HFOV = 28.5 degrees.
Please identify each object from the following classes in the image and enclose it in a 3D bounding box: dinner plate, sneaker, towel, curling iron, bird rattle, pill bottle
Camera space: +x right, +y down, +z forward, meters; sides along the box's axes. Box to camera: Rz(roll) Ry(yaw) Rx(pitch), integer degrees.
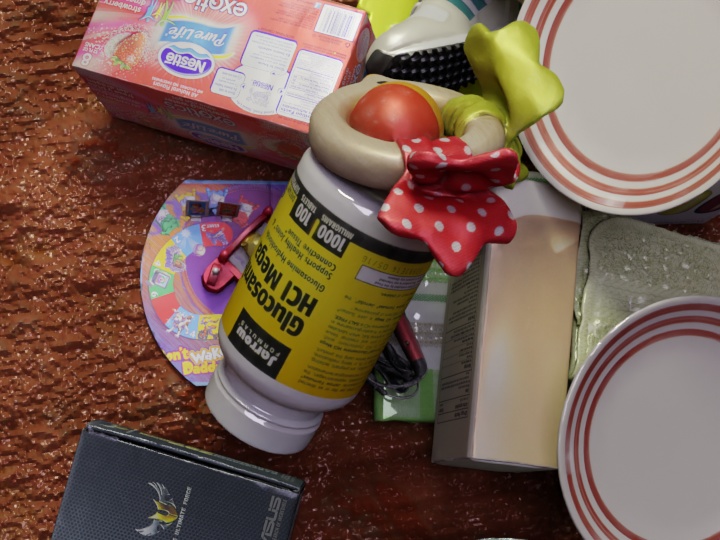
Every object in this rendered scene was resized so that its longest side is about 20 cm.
[{"bbox_3d":[0.187,-0.138,0.946,0.024,0.199,0.202,-1,74,-51],"label":"dinner plate"},{"bbox_3d":[0.064,-0.190,1.057,0.199,0.070,0.094,-22,71,-38],"label":"sneaker"},{"bbox_3d":[0.243,0.041,1.039,0.198,0.036,0.150,13,68,-17],"label":"towel"},{"bbox_3d":[0.224,0.118,0.981,0.198,0.024,0.203,-1,94,-17],"label":"dinner plate"},{"bbox_3d":[0.000,0.000,1.051,0.049,0.026,0.202,-15,77,-15],"label":"curling iron"},{"bbox_3d":[0.043,-0.077,0.919,0.161,0.114,0.200,14,40,21],"label":"bird rattle"},{"bbox_3d":[0.080,0.019,1.092,0.147,0.031,0.203,4,80,-11],"label":"towel"},{"bbox_3d":[-0.030,0.023,0.977,0.112,0.113,0.201,27,111,-3],"label":"pill bottle"}]

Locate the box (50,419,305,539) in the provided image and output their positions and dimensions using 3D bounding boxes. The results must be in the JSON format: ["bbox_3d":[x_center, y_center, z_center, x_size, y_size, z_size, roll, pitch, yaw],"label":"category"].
[{"bbox_3d":[-0.138,0.220,0.971,0.156,0.051,0.202,16,89,3],"label":"box"}]

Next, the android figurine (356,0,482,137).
[{"bbox_3d":[0.076,-0.185,1.131,0.198,0.041,0.184,25,75,-5],"label":"android figurine"}]

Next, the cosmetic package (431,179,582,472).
[{"bbox_3d":[0.105,0.042,1.025,0.070,0.105,0.202,8,81,-11],"label":"cosmetic package"}]

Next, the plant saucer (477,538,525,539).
[{"bbox_3d":[0.100,0.265,1.003,0.198,0.039,0.203,2,114,4],"label":"plant saucer"}]

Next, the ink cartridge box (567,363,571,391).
[{"bbox_3d":[0.238,0.143,1.061,0.115,0.067,0.202,-22,82,-27],"label":"ink cartridge box"}]

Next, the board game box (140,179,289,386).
[{"bbox_3d":[-0.065,0.005,1.064,0.198,0.039,0.160,0,78,-9],"label":"board game box"}]

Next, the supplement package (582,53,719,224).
[{"bbox_3d":[0.242,-0.110,1.058,0.112,0.200,0.111,-2,78,-10],"label":"supplement package"}]

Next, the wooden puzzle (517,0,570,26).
[{"bbox_3d":[0.129,-0.251,1.076,0.184,0.037,0.201,37,30,-11],"label":"wooden puzzle"}]

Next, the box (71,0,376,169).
[{"bbox_3d":[-0.093,-0.148,1.036,0.198,0.095,0.104,16,75,15],"label":"box"}]
